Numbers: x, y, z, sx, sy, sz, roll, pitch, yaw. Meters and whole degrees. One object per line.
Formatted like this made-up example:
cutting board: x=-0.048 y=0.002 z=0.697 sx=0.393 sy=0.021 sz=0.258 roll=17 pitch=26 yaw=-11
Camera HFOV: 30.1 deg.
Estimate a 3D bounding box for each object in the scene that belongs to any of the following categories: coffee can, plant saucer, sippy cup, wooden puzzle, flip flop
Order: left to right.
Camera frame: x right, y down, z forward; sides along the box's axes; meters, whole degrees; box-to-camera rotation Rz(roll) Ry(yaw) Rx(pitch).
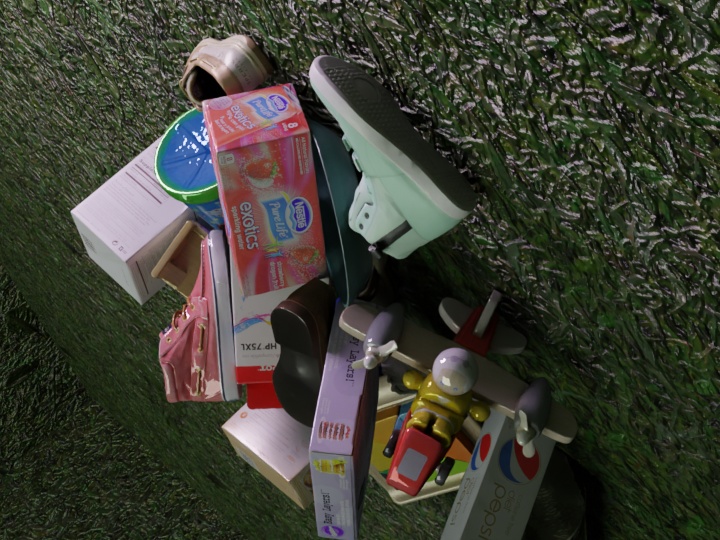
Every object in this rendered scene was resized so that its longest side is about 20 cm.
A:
sippy cup: x=-0.154 y=-0.108 z=1.568 sx=0.131 sy=0.138 sz=0.179 roll=55 pitch=-156 yaw=-51
plant saucer: x=-0.022 y=-0.063 z=1.389 sx=0.200 sy=0.036 sz=0.202 roll=167 pitch=90 yaw=-83
flip flop: x=0.000 y=0.000 z=1.531 sx=0.081 sy=0.058 sz=0.200 roll=41 pitch=159 yaw=19
wooden puzzle: x=0.062 y=0.211 z=1.654 sx=0.184 sy=0.037 sz=0.200 roll=-21 pitch=124 yaw=30
coffee can: x=0.195 y=0.312 z=1.577 sx=0.146 sy=0.146 sz=0.201 roll=36 pitch=158 yaw=31

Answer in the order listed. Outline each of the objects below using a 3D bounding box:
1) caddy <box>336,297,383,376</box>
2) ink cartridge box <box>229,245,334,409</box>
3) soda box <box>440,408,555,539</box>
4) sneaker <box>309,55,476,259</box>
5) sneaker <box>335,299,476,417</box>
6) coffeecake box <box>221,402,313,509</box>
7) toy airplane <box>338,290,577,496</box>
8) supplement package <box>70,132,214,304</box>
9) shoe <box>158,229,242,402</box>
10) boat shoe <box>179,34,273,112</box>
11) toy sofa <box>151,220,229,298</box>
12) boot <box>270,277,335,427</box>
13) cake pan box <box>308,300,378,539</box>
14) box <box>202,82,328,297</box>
caddy: x=-0.002 y=0.130 z=1.710 sx=0.141 sy=0.105 sz=0.201 roll=16 pitch=143 yaw=55
ink cartridge box: x=-0.086 y=0.066 z=1.548 sx=0.067 sy=0.115 sz=0.202 roll=-65 pitch=-28 yaw=-84
soda box: x=0.148 y=0.238 z=1.445 sx=0.068 sy=0.201 sz=0.064 roll=26 pitch=162 yaw=-11
sneaker: x=0.001 y=-0.097 z=1.249 sx=0.201 sy=0.074 sz=0.118 roll=47 pitch=125 yaw=-3
sneaker: x=0.051 y=0.102 z=1.527 sx=0.199 sy=0.071 sz=0.073 roll=30 pitch=162 yaw=5
coffeecake box: x=-0.065 y=0.203 z=1.845 sx=0.153 sy=0.200 sz=0.073 roll=31 pitch=156 yaw=40
toy airplane: x=0.097 y=0.103 z=1.323 sx=0.141 sy=0.198 sz=0.201 roll=96 pitch=157 yaw=-70
supplement package: x=-0.248 y=-0.077 z=1.700 sx=0.109 sy=0.200 sz=0.114 roll=39 pitch=159 yaw=22
shoe: x=-0.191 y=0.056 z=1.559 sx=0.071 sy=0.090 sz=0.202 roll=-71 pitch=-23 yaw=-85
boat shoe: x=-0.164 y=-0.210 z=1.466 sx=0.074 sy=0.066 sz=0.200 roll=52 pitch=160 yaw=-13
toy sofa: x=-0.150 y=0.028 z=1.639 sx=0.199 sy=0.083 sz=0.098 roll=37 pitch=-177 yaw=6
boot: x=-0.052 y=0.093 z=1.468 sx=0.073 sy=0.076 sz=0.201 roll=23 pitch=138 yaw=20
cake pan box: x=-0.013 y=0.159 z=1.440 sx=0.052 sy=0.201 sz=0.185 roll=7 pitch=144 yaw=5
box: x=-0.097 y=-0.082 z=1.409 sx=0.095 sy=0.102 sz=0.201 roll=-111 pitch=12 yaw=-47
